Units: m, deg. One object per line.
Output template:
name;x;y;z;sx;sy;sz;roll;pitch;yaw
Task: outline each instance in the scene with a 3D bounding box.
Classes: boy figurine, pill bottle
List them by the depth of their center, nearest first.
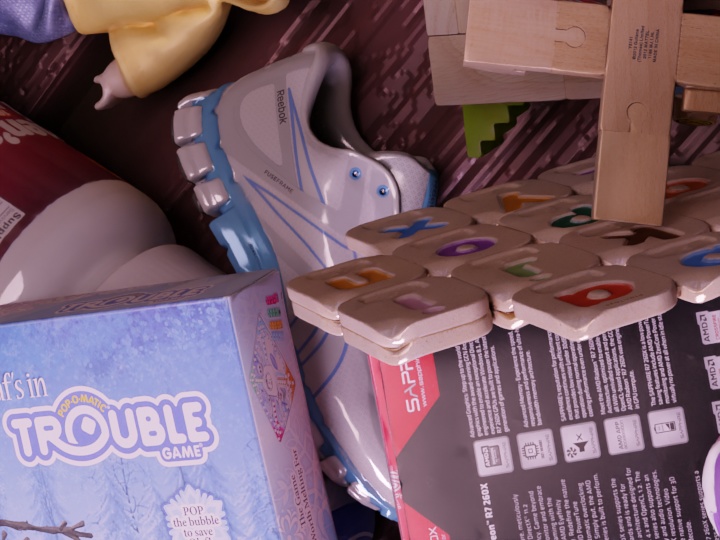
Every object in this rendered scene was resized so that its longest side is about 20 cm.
boy figurine;-0.098;-0.126;0.904;0.199;0.064;0.125;3;109;21
pill bottle;-0.146;-0.004;0.914;0.199;0.109;0.110;32;106;25

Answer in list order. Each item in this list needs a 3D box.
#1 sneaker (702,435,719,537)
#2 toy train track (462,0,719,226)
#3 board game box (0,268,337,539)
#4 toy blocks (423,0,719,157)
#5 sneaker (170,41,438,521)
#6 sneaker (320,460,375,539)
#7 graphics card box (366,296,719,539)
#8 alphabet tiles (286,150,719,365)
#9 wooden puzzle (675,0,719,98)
sneaker;0.180;0.125;0.691;0.080;0.089;0.201;-31;109;15
toy train track;0.133;-0.067;0.718;0.199;0.033;0.116;6;87;2
board game box;-0.101;0.110;0.829;0.199;0.043;0.200;-8;99;29
toy blocks;0.089;-0.138;0.760;0.136;0.100;0.201;0;105;24
sneaker;0.000;0.000;0.854;0.086;0.075;0.201;-31;76;21
sneaker;-0.074;0.142;0.900;0.199;0.080;0.116;-13;88;36
graphics card box;0.108;0.053;0.760;0.199;0.051;0.126;-11;87;7
alphabet tiles;0.080;-0.010;0.732;0.195;0.199;0.015;-159;55;-67
wooden puzzle;0.195;-0.138;0.762;0.184;0.037;0.201;22;106;29
